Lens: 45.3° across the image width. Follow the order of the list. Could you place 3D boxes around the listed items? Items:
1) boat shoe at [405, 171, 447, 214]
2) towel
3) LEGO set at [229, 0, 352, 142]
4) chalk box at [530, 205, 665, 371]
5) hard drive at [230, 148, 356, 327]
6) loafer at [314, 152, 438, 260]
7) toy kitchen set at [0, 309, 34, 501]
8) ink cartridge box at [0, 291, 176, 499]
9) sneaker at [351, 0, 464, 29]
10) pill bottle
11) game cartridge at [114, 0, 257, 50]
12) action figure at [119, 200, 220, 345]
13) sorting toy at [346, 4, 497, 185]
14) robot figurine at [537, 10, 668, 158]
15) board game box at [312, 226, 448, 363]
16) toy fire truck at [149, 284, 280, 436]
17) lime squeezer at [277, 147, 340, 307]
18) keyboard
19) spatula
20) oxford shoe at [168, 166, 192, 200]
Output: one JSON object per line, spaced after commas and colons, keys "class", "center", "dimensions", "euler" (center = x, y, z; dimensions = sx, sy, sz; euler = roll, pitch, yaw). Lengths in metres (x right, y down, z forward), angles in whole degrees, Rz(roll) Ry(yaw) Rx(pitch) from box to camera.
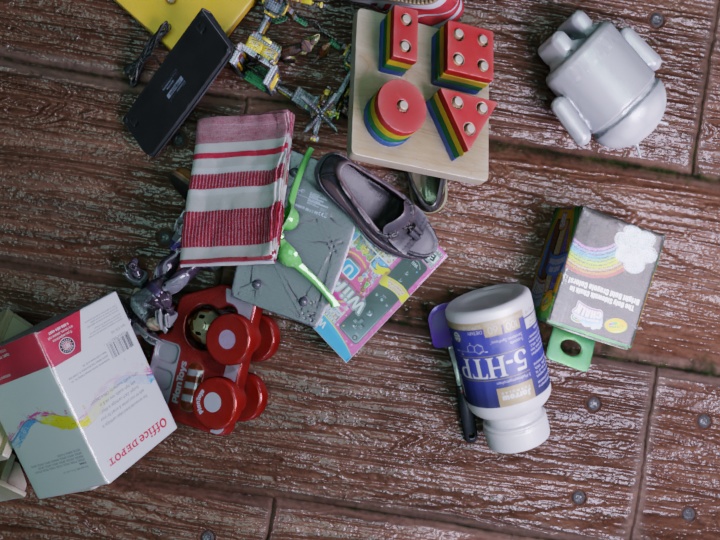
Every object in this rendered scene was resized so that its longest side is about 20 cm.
{"class": "boat shoe", "center": [0.086, -0.179, 1.169], "dimensions": [0.071, 0.065, 0.205], "euler": [-13, 93, -1]}
{"class": "towel", "center": [-0.159, -0.105, 1.091], "dimensions": [0.141, 0.023, 0.205], "euler": [-3, 71, 22]}
{"class": "LEGO set", "center": [-0.079, -0.281, 1.131], "dimensions": [0.199, 0.116, 0.155], "euler": [39, 91, -4]}
{"class": "chalk box", "center": [0.304, 0.028, 1.160], "dimensions": [0.122, 0.124, 0.204], "euler": [18, 93, -4]}
{"class": "hard drive", "center": [-0.080, -0.043, 1.118], "dimensions": [0.132, 0.042, 0.204], "euler": [19, 89, -4]}
{"class": "loafer", "center": [0.027, -0.074, 1.085], "dimensions": [0.199, 0.063, 0.073], "euler": [37, 80, -24]}
{"class": "toy kitchen set", "center": [-0.505, 0.195, 1.176], "dimensions": [0.197, 0.184, 0.163], "euler": [-17, 137, 31]}
{"class": "ink cartridge box", "center": [-0.359, 0.159, 1.095], "dimensions": [0.142, 0.145, 0.204], "euler": [-19, 99, 31]}
{"class": "sneaker", "center": [0.047, -0.376, 1.165], "dimensions": [0.197, 0.112, 0.073], "euler": [23, 95, 27]}
{"class": "pill bottle", "center": [0.191, 0.132, 1.158], "dimensions": [0.117, 0.120, 0.205], "euler": [-16, 101, -1]}
{"class": "game cartridge", "center": [-0.224, -0.402, 1.167], "dimensions": [0.176, 0.032, 0.201], "euler": [40, 89, -3]}
{"class": "action figure", "center": [-0.261, 0.013, 1.148], "dimensions": [0.130, 0.069, 0.201], "euler": [38, 87, 33]}
{"class": "sorting toy", "center": [0.088, -0.232, 1.109], "dimensions": [0.195, 0.069, 0.204], "euler": [8, 75, -21]}
{"class": "robot figurine", "center": [0.326, -0.246, 1.150], "dimensions": [0.170, 0.113, 0.200], "euler": [-45, 94, -6]}
{"class": "board game box", "center": [0.000, 0.000, 1.177], "dimensions": [0.148, 0.064, 0.200], "euler": [44, 91, -2]}
{"class": "toy fire truck", "center": [-0.209, 0.116, 1.162], "dimensions": [0.164, 0.112, 0.205], "euler": [13, 92, 16]}
{"class": "lime squeezer", "center": [-0.075, -0.050, 1.078], "dimensions": [0.069, 0.038, 0.205], "euler": [-10, 90, -4]}
{"class": "keyboard", "center": [-0.252, -0.259, 1.139], "dimensions": [0.200, 0.020, 0.128], "euler": [-45, 73, 24]}
{"class": "spatula", "center": [0.137, 0.144, 1.209], "dimensions": [0.055, 0.021, 0.205], "euler": [-12, 94, -6]}
{"class": "oxford shoe", "center": [-0.166, -0.092, 1.172], "dimensions": [0.197, 0.071, 0.072], "euler": [30, 72, -8]}
